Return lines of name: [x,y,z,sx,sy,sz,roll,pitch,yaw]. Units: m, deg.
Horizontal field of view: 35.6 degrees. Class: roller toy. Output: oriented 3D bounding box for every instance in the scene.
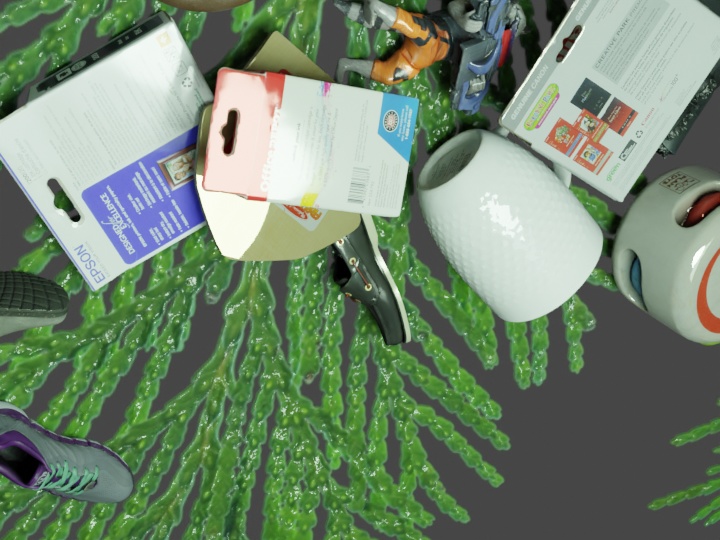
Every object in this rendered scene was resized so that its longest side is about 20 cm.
roller toy: [0.391,-0.025,1.300,0.182,0.140,0.201,14,106,-38]

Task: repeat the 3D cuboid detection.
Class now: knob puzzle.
knob puzzle: [-0.079,-0.099,1.096,0.218,0.030,0.221,-6,104,-24]

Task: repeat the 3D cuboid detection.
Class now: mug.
mug: [0.159,-0.077,1.192,0.175,0.147,0.201,45,65,-25]

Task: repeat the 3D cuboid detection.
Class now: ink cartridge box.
ink cartridge box: [0.234,-0.199,1.097,0.175,0.084,0.201,26,104,-29]
ink cartridge box: [-0.221,-0.110,1.067,0.199,0.043,0.199,-32,123,-7]
ink cartridge box: [-0.054,-0.120,1.047,0.199,0.067,0.117,6,99,-25]

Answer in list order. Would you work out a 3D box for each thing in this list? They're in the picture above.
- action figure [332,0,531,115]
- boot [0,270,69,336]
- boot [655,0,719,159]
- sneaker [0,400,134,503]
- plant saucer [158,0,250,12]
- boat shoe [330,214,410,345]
action figure: [0.081,-0.248,1.086,0.192,0.105,0.201,-8,144,-23]
boot: [-0.383,0.074,1.095,0.198,0.068,0.131,-3,122,-12]
boot: [0.329,-0.232,1.204,0.168,0.076,0.200,-50,128,4]
sneaker: [-0.321,0.213,1.169,0.199,0.088,0.075,32,101,-31]
plant saucer: [-0.132,-0.326,0.998,0.199,0.037,0.202,-10,120,-17]
boat shoe: [-0.001,-0.001,1.196,0.063,0.074,0.202,-27,117,-8]
